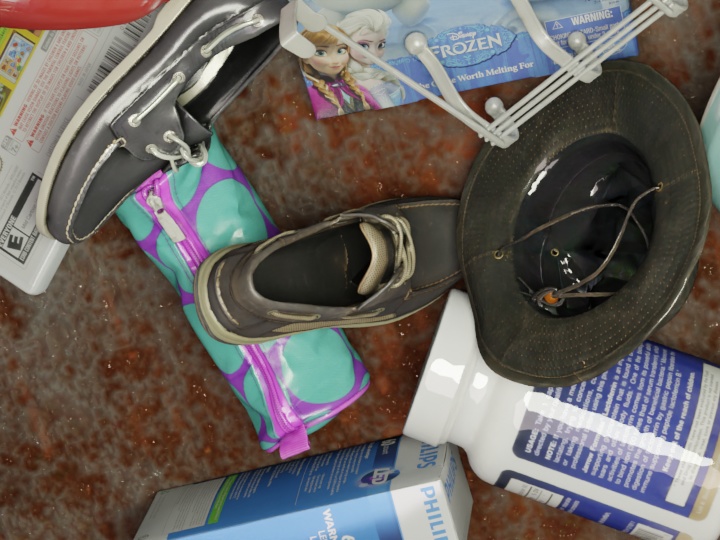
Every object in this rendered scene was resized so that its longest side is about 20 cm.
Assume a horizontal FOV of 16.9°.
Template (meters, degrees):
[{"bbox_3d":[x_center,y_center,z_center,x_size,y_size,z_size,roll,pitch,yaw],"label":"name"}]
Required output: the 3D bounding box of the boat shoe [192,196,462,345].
[{"bbox_3d":[0.000,0.000,1.427,0.199,0.073,0.075,-19,93,-30],"label":"boat shoe"}]

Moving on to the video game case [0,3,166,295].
[{"bbox_3d":[-0.220,-0.117,1.457,0.182,0.023,0.201,32,102,14],"label":"video game case"}]

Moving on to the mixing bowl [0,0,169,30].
[{"bbox_3d":[-0.141,-0.213,1.344,0.108,0.200,0.201,20,108,-13],"label":"mixing bowl"}]

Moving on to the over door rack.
[{"bbox_3d":[0.068,-0.155,1.341,0.148,0.067,0.200,-38,142,27],"label":"over door rack"}]

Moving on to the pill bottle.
[{"bbox_3d":[0.133,0.088,1.464,0.199,0.116,0.116,20,107,0],"label":"pill bottle"}]

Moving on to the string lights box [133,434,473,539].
[{"bbox_3d":[-0.035,0.158,1.508,0.199,0.103,0.059,-13,104,10],"label":"string lights box"}]

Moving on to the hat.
[{"bbox_3d":[0.147,-0.019,1.403,0.081,0.201,0.201,24,111,-39],"label":"hat"}]

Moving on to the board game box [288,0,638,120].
[{"bbox_3d":[0.046,-0.194,1.392,0.199,0.043,0.200,-11,127,9],"label":"board game box"}]

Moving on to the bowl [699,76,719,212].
[{"bbox_3d":[0.263,-0.089,1.377,0.105,0.201,0.201,31,108,18],"label":"bowl"}]

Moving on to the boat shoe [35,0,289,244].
[{"bbox_3d":[-0.111,-0.089,1.385,0.063,0.073,0.200,39,96,19],"label":"boat shoe"}]

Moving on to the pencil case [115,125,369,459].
[{"bbox_3d":[-0.076,0.011,1.474,0.085,0.092,0.200,-29,100,21],"label":"pencil case"}]
